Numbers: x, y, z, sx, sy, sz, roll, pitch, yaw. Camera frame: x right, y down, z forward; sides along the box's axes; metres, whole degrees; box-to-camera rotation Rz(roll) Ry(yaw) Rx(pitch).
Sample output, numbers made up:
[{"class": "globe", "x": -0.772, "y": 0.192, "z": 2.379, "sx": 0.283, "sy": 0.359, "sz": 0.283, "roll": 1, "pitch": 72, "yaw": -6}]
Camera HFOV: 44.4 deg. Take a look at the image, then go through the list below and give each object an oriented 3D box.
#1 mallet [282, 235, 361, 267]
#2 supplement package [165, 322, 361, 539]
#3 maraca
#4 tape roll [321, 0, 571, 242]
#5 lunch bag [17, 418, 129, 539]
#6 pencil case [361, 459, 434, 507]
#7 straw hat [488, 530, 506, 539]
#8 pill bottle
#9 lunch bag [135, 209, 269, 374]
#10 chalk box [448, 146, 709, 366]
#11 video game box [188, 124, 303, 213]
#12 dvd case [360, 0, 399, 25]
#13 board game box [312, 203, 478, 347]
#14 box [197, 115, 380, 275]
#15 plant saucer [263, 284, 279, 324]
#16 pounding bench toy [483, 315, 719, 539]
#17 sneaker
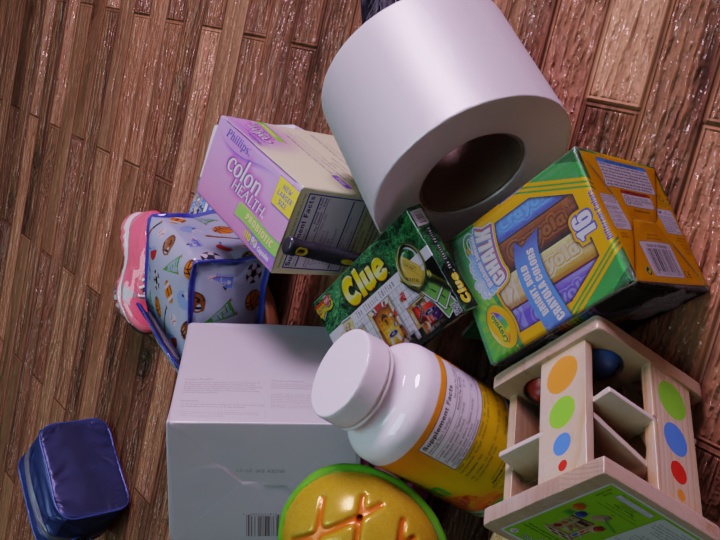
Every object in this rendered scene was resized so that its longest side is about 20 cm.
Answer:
[{"class": "mallet", "x": 0.000, "y": 0.000, "z": 0.912, "sx": 0.066, "sy": 0.198, "sz": 0.041, "roll": -62, "pitch": 41, "yaw": 29}, {"class": "supplement package", "x": -0.101, "y": 0.168, "z": 0.949, "sx": 0.200, "sy": 0.189, "sz": 0.149, "roll": -101, "pitch": 14, "yaw": -66}, {"class": "maraca", "x": 0.019, "y": 0.255, "z": 0.764, "sx": 0.199, "sy": 0.107, "sz": 0.138, "roll": 36, "pitch": 97, "yaw": 7}, {"class": "tape roll", "x": 0.078, "y": -0.139, "z": 0.830, "sx": 0.203, "sy": 0.201, "sz": 0.140, "roll": -47, "pitch": 54, "yaw": 36}, {"class": "lunch bag", "x": -0.487, "y": 0.369, "z": 1.495, "sx": 0.132, "sy": 0.135, "sz": 0.201, "roll": -46, "pitch": 56, "yaw": 37}, {"class": "pencil case", "x": 0.050, "y": 0.199, "z": 0.922, "sx": 0.091, "sy": 0.093, "sz": 0.202, "roll": 30, "pitch": 111, "yaw": 47}, {"class": "straw hat", "x": 0.159, "y": 0.262, "z": 0.793, "sx": 0.200, "sy": 0.085, "sz": 0.204, "roll": -5, "pitch": 83, "yaw": 48}, {"class": "pill bottle", "x": 0.058, "y": 0.134, "z": 0.791, "sx": 0.111, "sy": 0.199, "sz": 0.112, "roll": -42, "pitch": 30, "yaw": 31}, {"class": "lunch bag", "x": -0.202, "y": 0.047, "z": 1.095, "sx": 0.170, "sy": 0.123, "sz": 0.202, "roll": 40, "pitch": 128, "yaw": 51}, {"class": "chalk box", "x": 0.169, "y": 0.005, "z": 0.771, "sx": 0.200, "sy": 0.124, "sz": 0.125, "roll": -36, "pitch": 61, "yaw": 40}, {"class": "video game box", "x": -0.157, "y": -0.103, "z": 1.193, "sx": 0.199, "sy": 0.047, "sz": 0.184, "roll": 11, "pitch": 82, "yaw": 49}, {"class": "dvd case", "x": 0.027, "y": -0.258, "z": 0.989, "sx": 0.149, "sy": 0.016, "sz": 0.202, "roll": 143, "pitch": 125, "yaw": -74}, {"class": "board game box", "x": 0.026, "y": 0.032, "z": 0.835, "sx": 0.105, "sy": 0.023, "sz": 0.200, "roll": 62, "pitch": 143, "yaw": 14}, {"class": "box", "x": -0.046, "y": -0.078, "z": 0.969, "sx": 0.176, "sy": 0.199, "sz": 0.097, "roll": 43, "pitch": 118, "yaw": 41}, {"class": "plant saucer", "x": -0.172, "y": 0.083, "z": 1.227, "sx": 0.199, "sy": 0.037, "sz": 0.203, "roll": -4, "pitch": 85, "yaw": 49}, {"class": "pounding bench toy", "x": 0.217, "y": 0.156, "z": 0.715, "sx": 0.124, "sy": 0.199, "sz": 0.157, "roll": -39, "pitch": 27, "yaw": 41}, {"class": "sneaker", "x": -0.340, "y": -0.001, "z": 1.400, "sx": 0.086, "sy": 0.073, "sz": 0.202, "roll": -14, "pitch": 76, "yaw": 46}]
